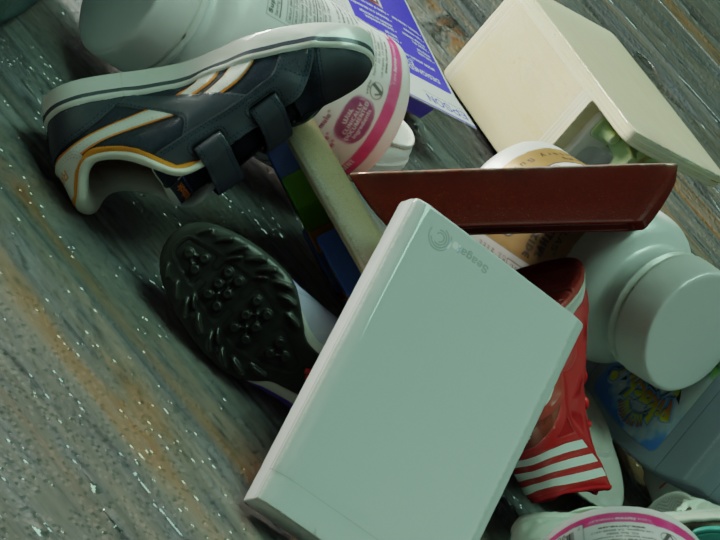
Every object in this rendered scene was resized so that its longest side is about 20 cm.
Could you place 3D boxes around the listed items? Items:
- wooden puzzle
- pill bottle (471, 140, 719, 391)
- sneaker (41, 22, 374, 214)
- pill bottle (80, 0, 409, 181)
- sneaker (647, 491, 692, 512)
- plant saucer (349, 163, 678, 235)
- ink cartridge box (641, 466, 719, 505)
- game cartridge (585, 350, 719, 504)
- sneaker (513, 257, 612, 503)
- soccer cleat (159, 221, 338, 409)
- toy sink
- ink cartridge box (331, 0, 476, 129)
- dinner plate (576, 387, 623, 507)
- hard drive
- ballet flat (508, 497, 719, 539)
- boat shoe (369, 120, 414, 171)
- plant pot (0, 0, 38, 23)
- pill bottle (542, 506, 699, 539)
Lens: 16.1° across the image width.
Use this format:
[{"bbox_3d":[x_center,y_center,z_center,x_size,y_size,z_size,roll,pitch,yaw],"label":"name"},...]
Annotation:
[{"bbox_3d":[0.000,0.000,1.573,0.185,0.046,0.200,60,1,34],"label":"wooden puzzle"},{"bbox_3d":[0.164,-0.001,1.757,0.114,0.114,0.200,21,11,-45],"label":"pill bottle"},{"bbox_3d":[-0.083,-0.083,1.484,0.078,0.200,0.080,64,13,-67],"label":"sneaker"},{"bbox_3d":[-0.075,-0.141,1.643,0.200,0.113,0.113,27,28,-34],"label":"pill bottle"},{"bbox_3d":[0.241,0.242,1.618,0.115,0.074,0.200,27,38,-41],"label":"sneaker"},{"bbox_3d":[0.103,-0.043,1.625,0.200,0.200,0.037,8,80,-83],"label":"plant saucer"},{"bbox_3d":[0.268,0.158,1.735,0.067,0.117,0.200,32,27,-33],"label":"ink cartridge box"},{"bbox_3d":[0.224,0.072,1.768,0.040,0.133,0.200,29,11,-33],"label":"game cartridge"},{"bbox_3d":[0.116,0.079,1.610,0.200,0.078,0.116,-60,134,-58],"label":"sneaker"},{"bbox_3d":[-0.039,0.045,1.491,0.200,0.068,0.073,39,3,-10],"label":"soccer cleat"},{"bbox_3d":[0.178,-0.114,2.057,0.130,0.112,0.200,21,28,-45],"label":"toy sink"},{"bbox_3d":[-0.021,-0.191,1.932,0.198,0.043,0.200,24,28,-41],"label":"ink cartridge box"},{"bbox_3d":[0.118,0.076,1.707,0.200,0.024,0.200,44,17,-17],"label":"dinner plate"},{"bbox_3d":[0.033,0.078,1.425,0.132,0.026,0.200,36,67,-20],"label":"hard drive"},{"bbox_3d":[0.184,0.167,1.554,0.200,0.070,0.069,0,38,-12],"label":"ballet flat"},{"bbox_3d":[-0.023,-0.129,1.790,0.200,0.069,0.071,25,27,-42],"label":"boat shoe"},{"bbox_3d":[-0.230,-0.263,1.522,0.196,0.196,0.200,42,31,-8],"label":"plant pot"},{"bbox_3d":[0.151,0.231,1.417,0.113,0.113,0.200,37,24,-18],"label":"pill bottle"}]
